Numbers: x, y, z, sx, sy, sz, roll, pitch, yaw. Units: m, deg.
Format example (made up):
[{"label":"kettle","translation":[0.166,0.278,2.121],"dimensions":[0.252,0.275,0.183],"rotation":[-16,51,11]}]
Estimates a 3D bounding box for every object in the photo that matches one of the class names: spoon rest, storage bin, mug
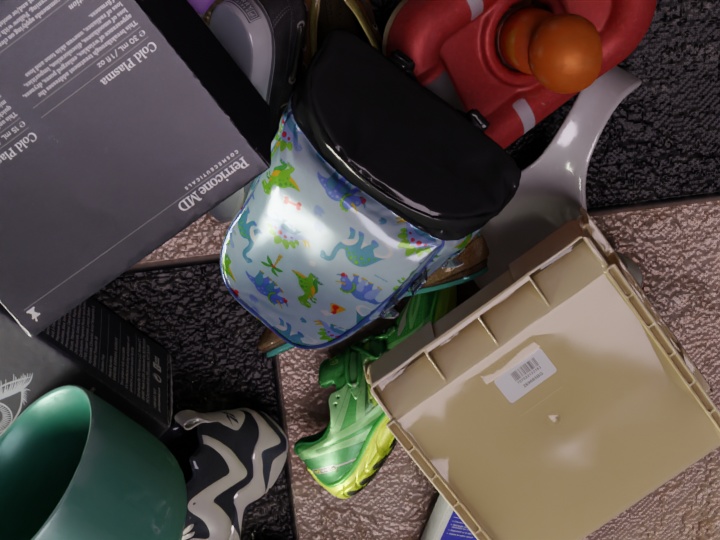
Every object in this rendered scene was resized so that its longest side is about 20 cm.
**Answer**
[{"label":"spoon rest","translation":[0.143,-0.058,1.179],"dimensions":[0.099,0.061,0.202],"rotation":[28,113,11]},{"label":"storage bin","translation":[0.134,0.090,1.154],"dimensions":[0.199,0.094,0.199],"rotation":[-35,108,10]},{"label":"mug","translation":[-0.199,0.170,1.113],"dimensions":[0.114,0.185,0.153],"rotation":[39,85,-28]}]

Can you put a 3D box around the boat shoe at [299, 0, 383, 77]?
[{"label":"boat shoe","translation":[-0.010,-0.127,1.121],"dimensions":[0.071,0.068,0.202],"rotation":[-18,121,2]}]

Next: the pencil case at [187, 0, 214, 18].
[{"label":"pencil case","translation":[-0.166,-0.169,1.066],"dimensions":[0.199,0.086,0.084],"rotation":[-37,103,15]}]

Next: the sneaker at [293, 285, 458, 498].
[{"label":"sneaker","translation":[0.011,0.081,1.236],"dimensions":[0.083,0.074,0.201],"rotation":[31,99,6]}]

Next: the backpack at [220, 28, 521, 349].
[{"label":"backpack","translation":[-0.011,-0.038,1.077],"dimensions":[0.163,0.200,0.154],"rotation":[37,65,-6]}]

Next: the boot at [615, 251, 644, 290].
[{"label":"boot","translation":[0.167,0.080,1.267],"dimensions":[0.199,0.073,0.144],"rotation":[-36,119,22]}]

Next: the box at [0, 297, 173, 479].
[{"label":"box","translation":[-0.261,0.083,1.187],"dimensions":[0.199,0.105,0.148],"rotation":[39,109,-25]}]

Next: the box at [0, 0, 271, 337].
[{"label":"box","translation":[-0.186,-0.096,0.995],"dimensions":[0.199,0.104,0.183],"rotation":[-33,113,13]}]

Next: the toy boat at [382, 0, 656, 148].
[{"label":"toy boat","translation":[0.121,-0.156,1.071],"dimensions":[0.199,0.131,0.131],"rotation":[-37,121,-10]}]

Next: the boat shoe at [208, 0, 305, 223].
[{"label":"boat shoe","translation":[-0.075,-0.117,1.114],"dimensions":[0.066,0.070,0.201],"rotation":[-27,146,-31]}]

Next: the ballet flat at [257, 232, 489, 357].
[{"label":"ballet flat","translation":[0.000,0.000,1.195],"dimensions":[0.198,0.068,0.073],"rotation":[-22,94,22]}]

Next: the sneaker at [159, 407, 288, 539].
[{"label":"sneaker","translation":[-0.147,0.194,1.237],"dimensions":[0.129,0.079,0.201],"rotation":[20,103,-48]}]

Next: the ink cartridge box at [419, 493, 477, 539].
[{"label":"ink cartridge box","translation":[0.112,0.205,1.310],"dimensions":[0.098,0.040,0.201],"rotation":[11,137,-8]}]
